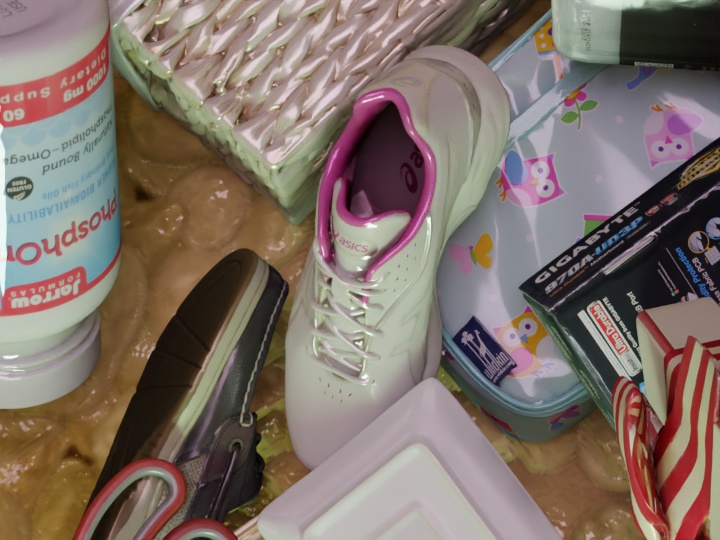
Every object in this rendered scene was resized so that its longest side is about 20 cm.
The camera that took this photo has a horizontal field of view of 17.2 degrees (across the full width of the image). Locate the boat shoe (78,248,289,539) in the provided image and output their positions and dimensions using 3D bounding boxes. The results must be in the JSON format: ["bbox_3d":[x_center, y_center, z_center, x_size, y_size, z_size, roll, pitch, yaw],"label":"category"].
[{"bbox_3d":[-0.077,0.090,1.094,0.066,0.072,0.202,27,84,-22],"label":"boat shoe"}]

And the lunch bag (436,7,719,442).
[{"bbox_3d":[0.097,-0.031,1.098,0.200,0.077,0.161,-39,76,-5],"label":"lunch bag"}]

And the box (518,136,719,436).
[{"bbox_3d":[0.188,0.044,1.039,0.159,0.046,0.200,-36,106,-4],"label":"box"}]

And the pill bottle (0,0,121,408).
[{"bbox_3d":[-0.162,-0.040,1.062,0.108,0.201,0.109,0,37,0],"label":"pill bottle"}]

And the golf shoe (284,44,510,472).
[{"bbox_3d":[0.000,0.000,1.023,0.075,0.091,0.201,20,104,20],"label":"golf shoe"}]

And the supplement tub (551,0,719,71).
[{"bbox_3d":[0.185,-0.144,1.022,0.199,0.123,0.123,5,77,6],"label":"supplement tub"}]

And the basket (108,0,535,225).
[{"bbox_3d":[-0.012,-0.132,1.109,0.200,0.136,0.123,-43,80,-5],"label":"basket"}]

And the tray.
[{"bbox_3d":[0.049,0.155,1.007,0.107,0.022,0.200,-39,80,12],"label":"tray"}]

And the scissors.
[{"bbox_3d":[-0.125,0.174,1.022,0.073,0.014,0.200,37,74,-6],"label":"scissors"}]

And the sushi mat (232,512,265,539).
[{"bbox_3d":[-0.045,0.162,1.045,0.199,0.012,0.096,-33,66,-11],"label":"sushi mat"}]

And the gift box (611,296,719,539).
[{"bbox_3d":[0.201,0.096,0.922,0.186,0.200,0.186,-11,101,-1],"label":"gift box"}]
